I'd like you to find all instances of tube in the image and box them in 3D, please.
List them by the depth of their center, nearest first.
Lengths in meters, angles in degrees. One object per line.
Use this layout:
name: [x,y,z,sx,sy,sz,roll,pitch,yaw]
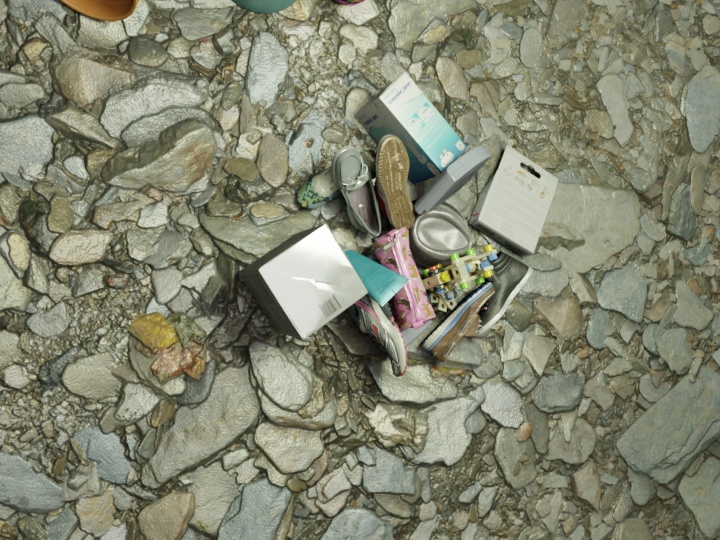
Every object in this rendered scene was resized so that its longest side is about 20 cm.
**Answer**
tube: [0.000,0.000,1.337,0.077,0.199,0.051,-46,140,-15]

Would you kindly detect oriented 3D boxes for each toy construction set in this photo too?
toy construction set: [0.185,0.017,1.407,0.130,0.200,0.093,-19,71,-31]

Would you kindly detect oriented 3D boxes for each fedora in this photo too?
fedora: [0.168,-0.071,1.453,0.199,0.090,0.178,24,80,-18]

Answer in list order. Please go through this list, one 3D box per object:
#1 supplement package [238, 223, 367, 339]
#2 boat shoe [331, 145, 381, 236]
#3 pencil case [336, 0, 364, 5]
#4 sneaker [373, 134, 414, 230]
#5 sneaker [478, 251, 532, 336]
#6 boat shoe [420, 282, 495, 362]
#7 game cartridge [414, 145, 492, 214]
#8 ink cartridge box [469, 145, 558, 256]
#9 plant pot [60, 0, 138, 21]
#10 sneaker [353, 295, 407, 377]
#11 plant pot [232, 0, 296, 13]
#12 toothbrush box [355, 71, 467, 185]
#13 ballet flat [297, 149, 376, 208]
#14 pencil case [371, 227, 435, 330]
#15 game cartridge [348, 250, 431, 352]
supplement package: [-0.113,0.022,1.288,0.151,0.200,0.151,-35,100,-18]
boat shoe: [-0.002,-0.156,1.359,0.074,0.065,0.203,-31,133,-18]
pencil case: [-0.037,-0.655,1.411,0.088,0.088,0.202,-13,90,-20]
sneaker: [0.053,-0.188,1.388,0.071,0.113,0.201,-19,121,-14]
sneaker: [0.286,0.045,1.510,0.099,0.071,0.200,39,79,-3]
boat shoe: [0.222,0.112,1.460,0.072,0.072,0.200,45,95,2]
game cartridge: [0.197,-0.192,1.405,0.041,0.133,0.200,50,39,3]
ink cartridge box: [0.350,-0.158,1.556,0.161,0.050,0.201,29,70,-16]
plant pot: [-0.463,-0.566,1.202,0.199,0.200,0.141,26,63,-17]
sneaker: [0.036,0.119,1.359,0.074,0.081,0.201,-25,89,-4]
plant pot: [-0.183,-0.624,1.326,0.198,0.135,0.202,1,88,-20]
toothbrush box: [0.102,-0.287,1.410,0.200,0.146,0.085,46,74,-11]
ballet flat: [-0.041,-0.194,1.393,0.199,0.074,0.075,-32,98,-20]
pencil case: [0.086,0.019,1.358,0.086,0.082,0.202,-11,81,-51]
game cartridge: [0.046,0.071,1.425,0.133,0.041,0.201,-39,101,-21]
